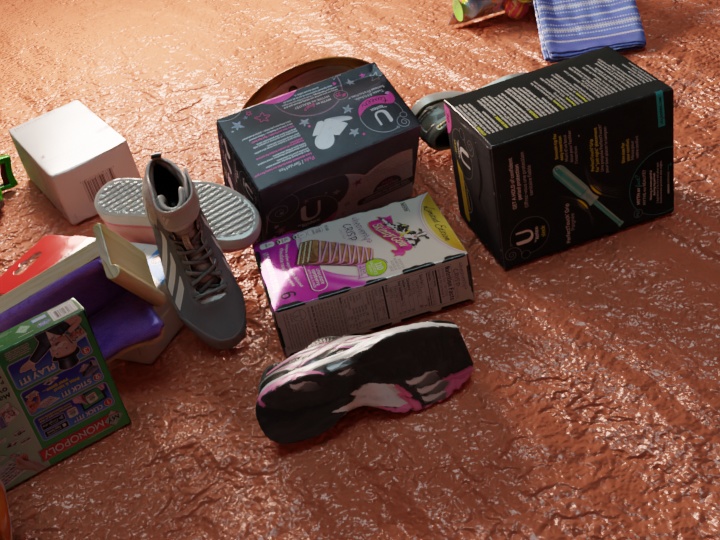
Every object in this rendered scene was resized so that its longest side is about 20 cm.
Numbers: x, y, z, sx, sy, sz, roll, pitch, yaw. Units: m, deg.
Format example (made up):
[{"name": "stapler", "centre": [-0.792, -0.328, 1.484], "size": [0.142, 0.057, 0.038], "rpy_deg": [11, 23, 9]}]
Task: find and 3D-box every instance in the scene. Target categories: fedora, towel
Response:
[{"name": "fedora", "centre": [-0.055, -0.184, 1.232], "size": [0.200, 0.201, 0.082], "rpy_deg": [-20, 71, -11]}, {"name": "towel", "centre": [0.321, -0.390, 1.417], "size": [0.144, 0.024, 0.201], "rpy_deg": [-8, 64, 5]}]

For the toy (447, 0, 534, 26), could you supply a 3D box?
[{"name": "toy", "centre": [0.241, -0.421, 1.523], "size": [0.199, 0.115, 0.047], "rpy_deg": [-16, 74, -10]}]

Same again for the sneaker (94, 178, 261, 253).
[{"name": "sneaker", "centre": [-0.189, -0.041, 1.088], "size": [0.200, 0.105, 0.075], "rpy_deg": [10, 56, 21]}]

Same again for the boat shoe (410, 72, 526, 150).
[{"name": "boat shoe", "centre": [0.161, -0.195, 1.230], "size": [0.201, 0.072, 0.060], "rpy_deg": [-15, 55, -17]}]

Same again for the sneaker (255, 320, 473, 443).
[{"name": "sneaker", "centre": [-0.002, 0.081, 0.880], "size": [0.199, 0.081, 0.086], "rpy_deg": [-12, 23, -10]}]

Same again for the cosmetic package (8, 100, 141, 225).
[{"name": "cosmetic package", "centre": [-0.383, -0.149, 1.322], "size": [0.113, 0.081, 0.200], "rpy_deg": [-31, 39, -22]}]

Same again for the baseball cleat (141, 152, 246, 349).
[{"name": "baseball cleat", "centre": [-0.169, -0.018, 0.959], "size": [0.070, 0.200, 0.106], "rpy_deg": [-26, -7, -10]}]

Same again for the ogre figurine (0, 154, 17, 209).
[{"name": "ogre figurine", "centre": [-0.528, -0.147, 1.330], "size": [0.200, 0.120, 0.098], "rpy_deg": [20, 50, 40]}]

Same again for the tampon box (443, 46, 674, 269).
[{"name": "tampon box", "centre": [0.207, -0.121, 1.032], "size": [0.199, 0.150, 0.126], "rpy_deg": [-18, 35, -9]}]

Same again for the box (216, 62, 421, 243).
[{"name": "box", "centre": [-0.046, -0.123, 1.114], "size": [0.200, 0.132, 0.115], "rpy_deg": [-23, 60, -16]}]

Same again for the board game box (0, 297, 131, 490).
[{"name": "board game box", "centre": [-0.314, 0.127, 0.858], "size": [0.200, 0.135, 0.029], "rpy_deg": [-28, 37, -22]}]

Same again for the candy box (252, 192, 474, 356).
[{"name": "candy box", "centre": [0.000, 0.000, 1.005], "size": [0.199, 0.061, 0.136], "rpy_deg": [-16, 34, -7]}]

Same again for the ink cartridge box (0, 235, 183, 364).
[{"name": "ink cartridge box", "centre": [-0.283, 0.026, 1.051], "size": [0.199, 0.067, 0.116], "rpy_deg": [7, 39, 25]}]

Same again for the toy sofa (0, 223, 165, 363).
[{"name": "toy sofa", "centre": [-0.289, 0.052, 0.930], "size": [0.200, 0.083, 0.098], "rpy_deg": [-29, 60, 9]}]

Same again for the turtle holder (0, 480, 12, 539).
[{"name": "turtle holder", "centre": [-0.356, 0.215, 0.744], "size": [0.185, 0.141, 0.132], "rpy_deg": [-20, 54, -29]}]
